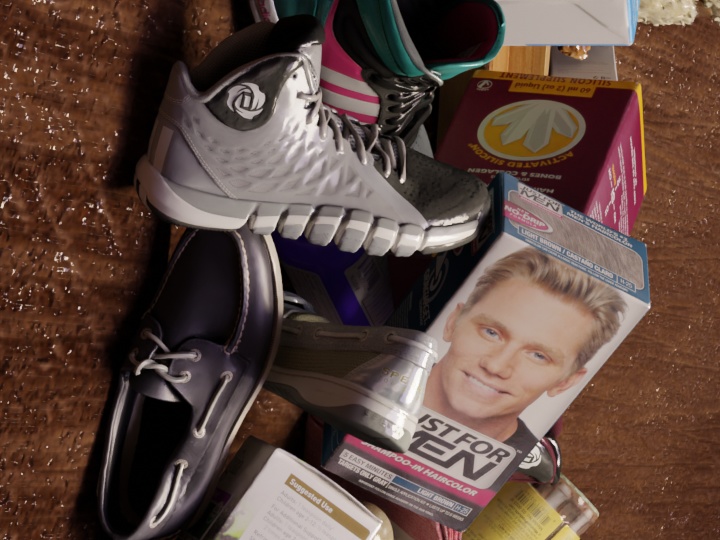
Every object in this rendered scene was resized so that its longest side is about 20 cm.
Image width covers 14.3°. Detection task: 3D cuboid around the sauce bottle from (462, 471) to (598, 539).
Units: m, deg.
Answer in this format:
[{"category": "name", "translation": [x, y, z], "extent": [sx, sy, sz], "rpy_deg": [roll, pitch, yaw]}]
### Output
[{"category": "sauce bottle", "translation": [0.064, 0.205, 1.854], "extent": [0.200, 0.065, 0.065], "rpy_deg": [-43, 153, -2]}]

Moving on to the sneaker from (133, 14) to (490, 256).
[{"category": "sneaker", "translation": [-0.013, -0.075, 1.509], "extent": [0.199, 0.075, 0.116], "rpy_deg": [3, 116, -22]}]

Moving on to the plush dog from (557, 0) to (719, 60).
[{"category": "plush dog", "translation": [0.224, -0.207, 1.884], "extent": [0.200, 0.171, 0.161], "rpy_deg": [0, 101, -79]}]

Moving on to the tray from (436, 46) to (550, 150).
[{"category": "tray", "translation": [0.088, -0.157, 1.846], "extent": [0.099, 0.037, 0.201], "rpy_deg": [-44, 146, -47]}]

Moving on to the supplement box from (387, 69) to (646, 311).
[{"category": "supplement box", "translation": [0.098, -0.030, 1.737], "extent": [0.200, 0.110, 0.086], "rpy_deg": [-64, 153, -48]}]

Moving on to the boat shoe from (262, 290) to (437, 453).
[{"category": "boat shoe", "translation": [-0.017, 0.049, 1.594], "extent": [0.074, 0.202, 0.065], "rpy_deg": [30, 86, -23]}]

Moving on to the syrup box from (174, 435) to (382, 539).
[{"category": "syrup box", "translation": [-0.081, 0.196, 1.605], "extent": [0.200, 0.081, 0.079], "rpy_deg": [-56, -167, -6]}]

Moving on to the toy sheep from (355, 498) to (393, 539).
[{"category": "toy sheep", "translation": [-0.043, 0.219, 1.727], "extent": [0.200, 0.138, 0.138], "rpy_deg": [-55, 161, 18]}]

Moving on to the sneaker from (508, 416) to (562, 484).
[{"category": "sneaker", "translation": [0.064, 0.127, 1.822], "extent": [0.200, 0.115, 0.076], "rpy_deg": [128, -24, -49]}]

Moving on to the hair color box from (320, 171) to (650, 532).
[{"category": "hair color box", "translation": [0.068, 0.049, 1.623], "extent": [0.200, 0.100, 0.061], "rpy_deg": [-54, -161, 32]}]

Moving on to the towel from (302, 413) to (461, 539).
[{"category": "towel", "translation": [-0.003, 0.206, 1.797], "extent": [0.023, 0.144, 0.201], "rpy_deg": [-8, 117, -39]}]

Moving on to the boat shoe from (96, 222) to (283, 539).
[{"category": "boat shoe", "translation": [-0.096, 0.060, 1.559], "extent": [0.063, 0.072, 0.201], "rpy_deg": [-22, 132, -62]}]

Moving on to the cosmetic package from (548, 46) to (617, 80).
[{"category": "cosmetic package", "translation": [0.148, -0.068, 1.990], "extent": [0.083, 0.050, 0.201], "rpy_deg": [-92, -177, -53]}]

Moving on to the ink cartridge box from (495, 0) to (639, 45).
[{"category": "ink cartridge box", "translation": [0.112, -0.221, 1.679], "extent": [0.067, 0.115, 0.200], "rpy_deg": [78, 19, -45]}]

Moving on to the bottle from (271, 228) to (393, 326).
[{"category": "bottle", "translation": [0.000, 0.000, 1.732], "extent": [0.084, 0.065, 0.200], "rpy_deg": [-66, 157, -21]}]

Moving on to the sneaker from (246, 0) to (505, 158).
[{"category": "sneaker", "translation": [0.029, -0.108, 1.576], "extent": [0.200, 0.120, 0.084], "rpy_deg": [60, 43, -36]}]
